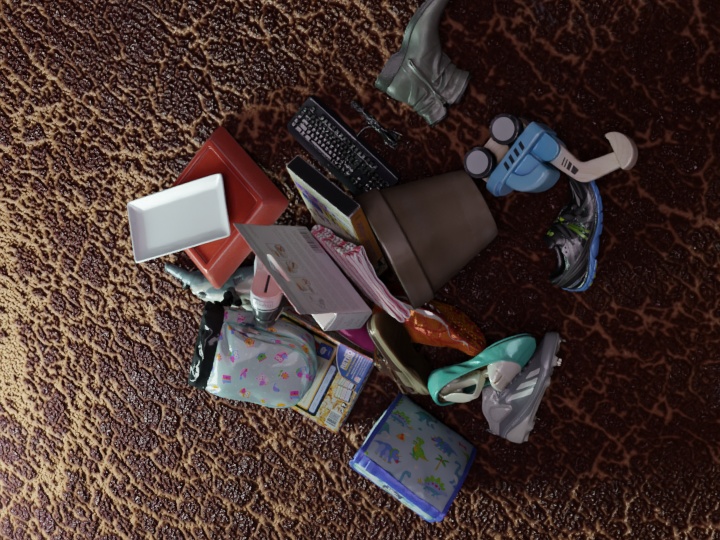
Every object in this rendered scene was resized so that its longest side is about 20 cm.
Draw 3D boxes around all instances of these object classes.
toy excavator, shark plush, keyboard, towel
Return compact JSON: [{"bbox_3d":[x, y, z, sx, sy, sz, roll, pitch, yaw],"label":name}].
[{"bbox_3d":[0.289,-0.166,1.616,0.200,0.100,0.195,43,109,18],"label":"toy excavator"},{"bbox_3d":[-0.240,0.016,1.840,0.200,0.091,0.084,10,83,32],"label":"shark plush"},{"bbox_3d":[-0.014,-0.210,1.746,0.200,0.021,0.127,43,107,2],"label":"keyboard"},{"bbox_3d":[0.000,0.000,1.682,0.030,0.200,0.146,-41,114,-6],"label":"towel"}]

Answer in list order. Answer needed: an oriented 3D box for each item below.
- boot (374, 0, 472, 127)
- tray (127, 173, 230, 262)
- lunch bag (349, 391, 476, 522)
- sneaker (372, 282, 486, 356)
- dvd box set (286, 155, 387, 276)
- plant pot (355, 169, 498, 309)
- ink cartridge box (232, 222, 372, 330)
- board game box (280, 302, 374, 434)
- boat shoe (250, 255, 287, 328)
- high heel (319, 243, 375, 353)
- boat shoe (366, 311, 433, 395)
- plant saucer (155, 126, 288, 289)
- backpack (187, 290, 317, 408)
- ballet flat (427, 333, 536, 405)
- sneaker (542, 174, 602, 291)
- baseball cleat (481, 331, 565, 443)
[{"bbox_3d":[0.123,-0.334,1.674,0.130,0.068,0.200,32,113,1],"label":"boot"},{"bbox_3d":[-0.297,-0.085,1.772,0.200,0.022,0.108,-14,79,27],"label":"tray"},{"bbox_3d":[0.081,0.312,1.730,0.170,0.200,0.128,34,106,4],"label":"lunch bag"},{"bbox_3d":[0.114,0.090,1.758,0.200,0.073,0.077,28,123,13],"label":"sneaker"},{"bbox_3d":[-0.034,-0.081,1.668,0.029,0.200,0.146,-44,61,-10],"label":"dvd box set"},{"bbox_3d":[0.111,-0.067,1.670,0.173,0.200,0.200,-29,93,1],"label":"plant pot"},{"bbox_3d":[-0.097,0.010,1.661,0.200,0.173,0.044,52,120,27],"label":"ink cartridge box"},{"bbox_3d":[-0.089,0.162,1.821,0.200,0.046,0.152,29,106,7],"label":"board game box"},{"bbox_3d":[-0.146,0.021,1.736,0.072,0.200,0.071,14,121,3],"label":"boat shoe"},{"bbox_3d":[-0.021,0.046,1.774,0.200,0.067,0.096,41,103,0],"label":"high heel"},{"bbox_3d":[0.051,0.142,1.737,0.072,0.072,0.200,-15,138,25],"label":"boat shoe"},{"bbox_3d":[-0.243,-0.107,1.777,0.200,0.037,0.200,-49,66,17],"label":"plant saucer"},{"bbox_3d":[-0.169,0.144,1.733,0.199,0.127,0.167,14,115,-7],"label":"backpack"},{"bbox_3d":[0.196,0.167,1.701,0.200,0.071,0.067,-26,137,26],"label":"ballet flat"},{"bbox_3d":[0.327,-0.065,1.661,0.082,0.071,0.200,1,104,-5],"label":"sneaker"},{"bbox_3d":[0.255,0.182,1.732,0.106,0.070,0.200,19,103,9],"label":"baseball cleat"}]
